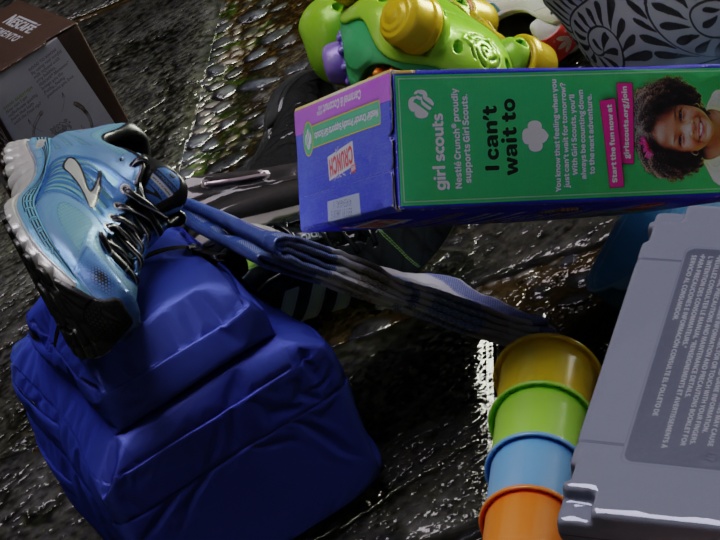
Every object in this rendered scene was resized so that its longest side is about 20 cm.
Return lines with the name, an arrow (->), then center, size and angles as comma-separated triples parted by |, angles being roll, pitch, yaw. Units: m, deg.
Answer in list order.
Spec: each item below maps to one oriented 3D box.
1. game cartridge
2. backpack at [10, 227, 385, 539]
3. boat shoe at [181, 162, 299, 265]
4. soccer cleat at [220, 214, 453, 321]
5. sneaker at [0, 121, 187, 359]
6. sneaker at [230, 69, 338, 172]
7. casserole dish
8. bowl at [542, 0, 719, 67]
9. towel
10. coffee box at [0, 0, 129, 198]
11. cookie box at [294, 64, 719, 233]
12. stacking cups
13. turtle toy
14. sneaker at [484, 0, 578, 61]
game cartridge -> 0.179, 0.051, 1.067 | 0.133, 0.040, 0.200 | 2, 46, 25
backpack -> -0.102, 0.062, 1.286 | 0.162, 0.168, 0.200 | -27, 25, -15
boat shoe -> -0.026, -0.054, 1.473 | 0.200, 0.067, 0.057 | -15, 65, -20
soccer cleat -> -0.032, -0.007, 1.416 | 0.200, 0.081, 0.068 | -28, 63, 14
sneaker -> -0.135, -0.030, 1.205 | 0.090, 0.078, 0.200 | -24, 32, 1
sneaker -> -0.031, -0.072, 1.586 | 0.104, 0.060, 0.200 | -7, 38, 36
casserole dish -> 0.201, -0.039, 1.308 | 0.121, 0.039, 0.200 | -27, 20, 40
bowl -> 0.221, -0.150, 1.423 | 0.201, 0.094, 0.201 | -15, -4, -1
towel -> 0.000, 0.000, 1.308 | 0.147, 0.200, 0.024 | 25, 96, 60
coffee box -> -0.200, -0.074, 1.575 | 0.080, 0.200, 0.114 | -35, 28, -17
cookie box -> 0.083, -0.065, 1.229 | 0.200, 0.075, 0.171 | -4, -1, -18
stacking cups -> 0.083, 0.110, 1.147 | 0.060, 0.061, 0.200 | -15, 28, 21
turtle toy -> 0.030, -0.150, 1.580 | 0.200, 0.146, 0.101 | 42, 110, 48
sneaker -> 0.165, -0.187, 1.623 | 0.200, 0.070, 0.093 | -6, 50, 31
